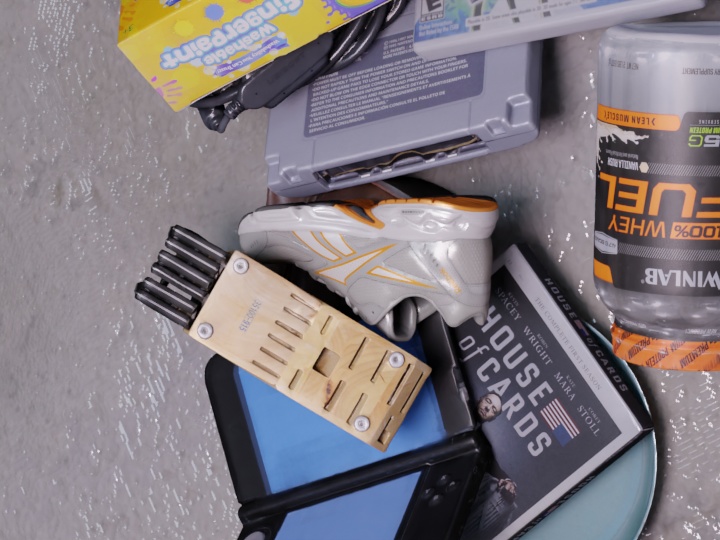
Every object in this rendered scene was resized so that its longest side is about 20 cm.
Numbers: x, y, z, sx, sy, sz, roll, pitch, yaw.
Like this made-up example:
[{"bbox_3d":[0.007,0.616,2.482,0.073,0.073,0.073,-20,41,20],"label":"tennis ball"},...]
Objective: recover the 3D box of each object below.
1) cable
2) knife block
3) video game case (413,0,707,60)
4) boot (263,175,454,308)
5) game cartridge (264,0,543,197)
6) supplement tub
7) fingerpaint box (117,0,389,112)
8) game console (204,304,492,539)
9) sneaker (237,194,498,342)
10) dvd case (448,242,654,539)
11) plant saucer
[{"bbox_3d":[-0.050,-0.184,1.471,0.200,0.051,0.163,-42,38,1],"label":"cable"},{"bbox_3d":[-0.056,0.041,1.437,0.199,0.176,0.064,31,88,0],"label":"knife block"},{"bbox_3d":[0.126,-0.236,1.373,0.198,0.022,0.184,-8,68,31],"label":"video game case"},{"bbox_3d":[-0.012,0.027,1.480,0.186,0.064,0.202,25,103,39],"label":"boot"},{"bbox_3d":[0.030,-0.128,1.429,0.198,0.041,0.134,-11,61,28],"label":"game cartridge"},{"bbox_3d":[0.202,-0.047,1.310,0.122,0.122,0.202,6,102,30],"label":"supplement tub"},{"bbox_3d":[-0.059,-0.220,1.411,0.199,0.073,0.168,-25,41,21],"label":"fingerpaint box"},{"bbox_3d":[-0.028,0.124,1.410,0.199,0.176,0.117,-21,115,31],"label":"game console"},{"bbox_3d":[0.000,0.000,1.389,0.199,0.075,0.093,0,94,40],"label":"sneaker"},{"bbox_3d":[0.078,0.101,1.424,0.200,0.025,0.151,-43,72,26],"label":"dvd case"},{"bbox_3d":[0.110,0.119,1.435,0.199,0.027,0.202,2,94,31],"label":"plant saucer"}]
